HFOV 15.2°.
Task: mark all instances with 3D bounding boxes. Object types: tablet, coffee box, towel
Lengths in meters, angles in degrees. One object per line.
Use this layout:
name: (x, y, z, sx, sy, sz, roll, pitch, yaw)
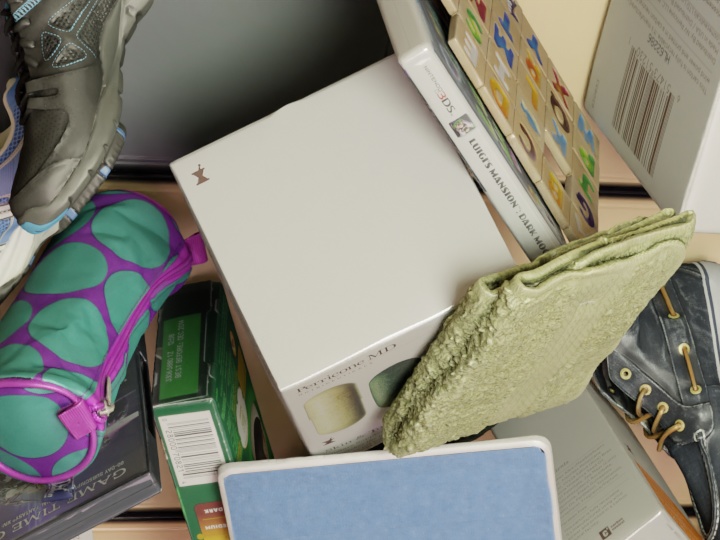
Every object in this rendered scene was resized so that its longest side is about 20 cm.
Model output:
tablet: (0.020, 0.157, 1.622, 0.199, 0.014, 0.131, -6, 125, 5)
coffee box: (-0.085, 0.123, 1.681, 0.044, 0.123, 0.201, -10, 126, 7)
towel: (0.097, 0.038, 1.511, 0.148, 0.037, 0.200, -18, 159, -31)

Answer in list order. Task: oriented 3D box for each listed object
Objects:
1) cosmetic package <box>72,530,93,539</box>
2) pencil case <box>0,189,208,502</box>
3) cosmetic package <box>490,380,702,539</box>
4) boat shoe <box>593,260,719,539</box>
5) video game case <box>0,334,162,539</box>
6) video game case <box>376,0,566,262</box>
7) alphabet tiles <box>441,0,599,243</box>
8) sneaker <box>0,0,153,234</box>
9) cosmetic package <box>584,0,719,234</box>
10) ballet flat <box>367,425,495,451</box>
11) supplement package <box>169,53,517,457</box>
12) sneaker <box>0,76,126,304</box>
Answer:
cosmetic package: (-0.268, 0.177, 1.685, 0.199, 0.074, 0.102, -13, 123, -12)
pencil case: (-0.161, 0.037, 1.556, 0.092, 0.200, 0.085, -1, 125, 17)
cosmetic package: (0.156, 0.145, 1.731, 0.071, 0.200, 0.101, -38, 125, 6)
boat shoe: (0.199, 0.090, 1.737, 0.090, 0.201, 0.071, -1, 156, -12)
video game case: (-0.187, 0.105, 1.583, 0.142, 0.200, 0.019, -28, 118, 6)
video game case: (0.055, -0.110, 1.542, 0.023, 0.200, 0.182, -29, 125, 10)
alphabet tiles: (0.090, -0.115, 1.569, 0.008, 0.167, 0.200, -25, 114, 18)
sneaker: (-0.170, -0.118, 1.506, 0.082, 0.073, 0.201, 21, 71, -20)
cosmetic package: (0.268, -0.127, 1.624, 0.199, 0.168, 0.167, 2, 119, -21)
ballet flat: (0.035, 0.102, 1.765, 0.200, 0.057, 0.067, -38, 82, 4)
supplement package: (0.000, 0.000, 1.568, 0.151, 0.151, 0.200, -26, 162, -2)
sneaker: (-0.224, -0.028, 1.585, 0.077, 0.076, 0.200, 37, 101, -15)
